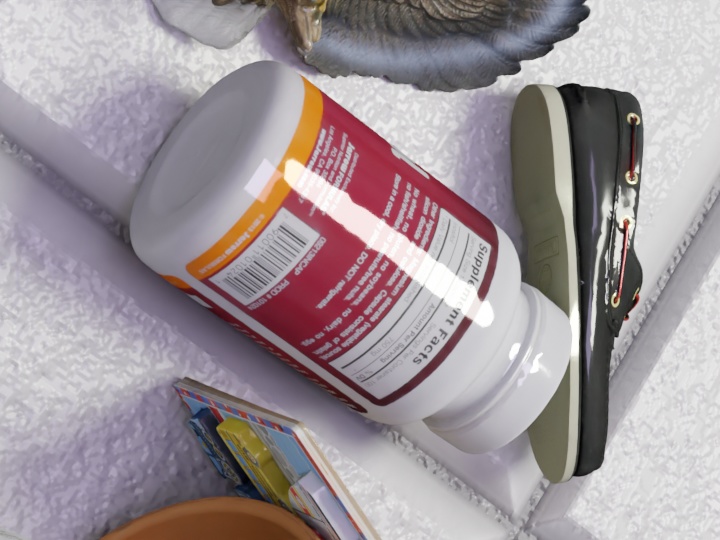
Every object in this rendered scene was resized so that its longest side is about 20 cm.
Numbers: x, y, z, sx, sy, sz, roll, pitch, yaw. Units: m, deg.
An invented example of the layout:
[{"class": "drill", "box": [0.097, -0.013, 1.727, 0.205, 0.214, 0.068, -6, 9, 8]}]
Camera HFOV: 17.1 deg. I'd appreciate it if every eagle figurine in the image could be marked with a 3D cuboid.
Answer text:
[{"class": "eagle figurine", "box": [0.014, -0.159, 1.134, 0.200, 0.151, 0.152, -22, 149, -55]}]

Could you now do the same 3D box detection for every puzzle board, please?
[{"class": "puzzle board", "box": [-0.008, 0.140, 1.101, 0.017, 0.151, 0.200, -38, 108, -15]}]

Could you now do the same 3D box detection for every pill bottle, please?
[{"class": "pill bottle", "box": [0.000, 0.000, 1.122, 0.200, 0.113, 0.113, 37, 76, -25]}]

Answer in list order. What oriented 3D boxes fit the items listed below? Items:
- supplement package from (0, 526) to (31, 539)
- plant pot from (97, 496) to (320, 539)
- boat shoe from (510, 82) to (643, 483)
[{"class": "supplement package", "box": [-0.233, 0.159, 0.955, 0.151, 0.200, 0.152, 14, 86, -27]}, {"class": "plant pot", "box": [-0.062, 0.221, 1.066, 0.200, 0.200, 0.140, -51, 129, -17]}, {"class": "boat shoe", "box": [0.114, 0.006, 1.204, 0.063, 0.074, 0.202, 1, 87, -20]}]
